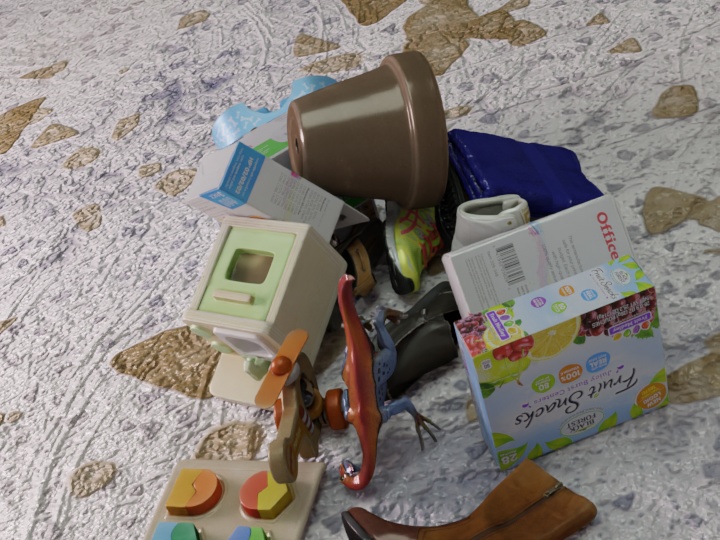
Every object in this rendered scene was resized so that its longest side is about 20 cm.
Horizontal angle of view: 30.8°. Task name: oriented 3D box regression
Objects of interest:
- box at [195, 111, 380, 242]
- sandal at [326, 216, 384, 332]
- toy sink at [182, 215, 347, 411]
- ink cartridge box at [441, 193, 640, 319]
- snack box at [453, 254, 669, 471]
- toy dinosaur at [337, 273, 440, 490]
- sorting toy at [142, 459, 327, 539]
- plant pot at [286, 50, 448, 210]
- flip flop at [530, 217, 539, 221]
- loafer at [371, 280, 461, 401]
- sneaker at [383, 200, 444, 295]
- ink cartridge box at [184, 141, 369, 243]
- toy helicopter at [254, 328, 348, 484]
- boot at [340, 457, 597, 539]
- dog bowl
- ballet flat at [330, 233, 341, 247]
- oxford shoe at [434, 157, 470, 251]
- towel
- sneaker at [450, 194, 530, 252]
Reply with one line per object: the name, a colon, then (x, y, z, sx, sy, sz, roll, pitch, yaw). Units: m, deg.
box: (-0.096, -0.106, 1.761, 0.199, 0.178, 0.096, -32, 37, -21)
sandal: (0.000, 0.000, 1.665, 0.054, 0.082, 0.200, 2, 32, 27)
toy sink: (-0.122, 0.049, 1.550, 0.129, 0.112, 0.202, 8, 68, 32)
ink cartridge box: (0.208, 0.018, 1.469, 0.198, 0.149, 0.086, -19, 0, -5)
snack box: (0.211, 0.097, 1.350, 0.198, 0.170, 0.068, -20, 37, -4)
toy dinosaur: (-0.006, 0.133, 1.394, 0.104, 0.200, 0.183, -9, 57, 35)
sorting toy: (-0.146, 0.269, 1.390, 0.183, 0.037, 0.201, -2, 37, 22)
plant pot: (0.001, -0.168, 1.641, 0.173, 0.202, 0.201, -7, 33, -11)
flip flop: (0.179, -0.111, 1.748, 0.081, 0.058, 0.200, -27, 35, -13)
loafer: (0.077, 0.081, 1.515, 0.071, 0.073, 0.200, 11, 44, 38)
sneaker: (0.076, -0.045, 1.690, 0.089, 0.079, 0.201, -4, 38, 6)
ink cartridge box: (-0.102, -0.074, 1.611, 0.115, 0.199, 0.068, -11, 54, 61)
toy helicopter: (-0.072, 0.153, 1.409, 0.078, 0.133, 0.200, -10, 24, 11)
boot: (0.102, 0.243, 1.288, 0.199, 0.069, 0.188, -36, 38, -26)
dog bowl: (-0.109, -0.201, 1.841, 0.198, 0.112, 0.050, -22, 57, 2)
ballet flat: (-0.070, 0.023, 1.664, 0.068, 0.072, 0.201, 2, 40, 24)
oxford shoe: (0.137, -0.098, 1.673, 0.084, 0.073, 0.201, 7, 52, -18)
towel: (0.209, -0.114, 1.657, 0.198, 0.050, 0.148, 8, 35, -27)
sneaker: (0.204, -0.026, 1.543, 0.198, 0.116, 0.074, 9, 36, 10)
